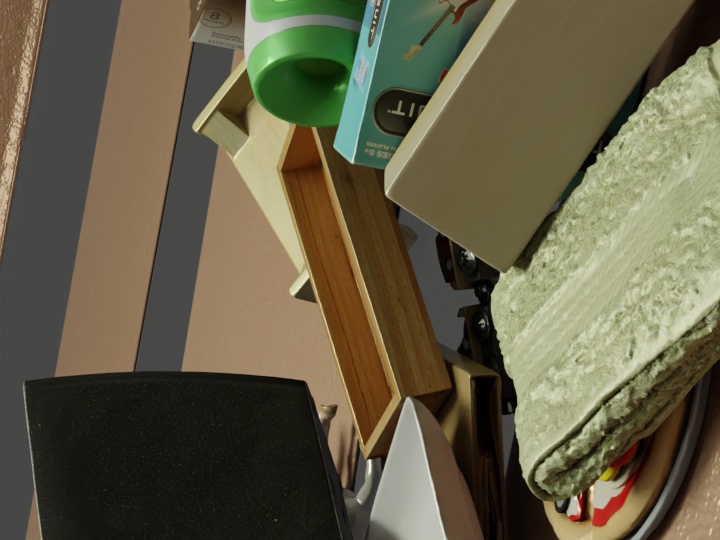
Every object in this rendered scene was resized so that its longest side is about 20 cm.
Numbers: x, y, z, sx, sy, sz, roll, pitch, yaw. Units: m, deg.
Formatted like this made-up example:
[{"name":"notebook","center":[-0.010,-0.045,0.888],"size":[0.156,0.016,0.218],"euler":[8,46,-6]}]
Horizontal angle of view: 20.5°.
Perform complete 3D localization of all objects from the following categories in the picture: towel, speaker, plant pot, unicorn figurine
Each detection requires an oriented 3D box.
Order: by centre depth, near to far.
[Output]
[{"name":"towel","center":[0.128,0.000,0.936],"size":[0.200,0.036,0.149],"euler":[-52,32,35]},{"name":"speaker","center":[-0.022,-0.186,1.144],"size":[0.089,0.088,0.202],"euler":[124,152,-56]},{"name":"plant pot","center":[-0.094,0.177,1.265],"size":[0.200,0.176,0.201],"euler":[75,179,-55]},{"name":"unicorn figurine","center":[-0.024,0.171,1.417],"size":[0.200,0.073,0.139],"euler":[-117,28,-87]}]

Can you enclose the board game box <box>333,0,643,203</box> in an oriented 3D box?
[{"name":"board game box","center":[0.082,-0.144,1.056],"size":[0.047,0.150,0.202],"euler":[-133,54,-70]}]

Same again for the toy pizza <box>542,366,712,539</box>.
[{"name":"toy pizza","center":[0.123,0.048,1.015],"size":[0.200,0.031,0.202],"euler":[-170,90,-75]}]

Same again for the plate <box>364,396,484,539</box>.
[{"name":"plate","center":[0.046,0.202,1.113],"size":[0.201,0.032,0.201],"euler":[102,158,-52]}]

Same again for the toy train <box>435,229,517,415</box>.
[{"name":"toy train","center":[0.063,-0.014,1.165],"size":[0.046,0.034,0.202],"euler":[-22,77,56]}]

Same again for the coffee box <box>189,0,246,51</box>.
[{"name":"coffee box","center":[-0.002,-0.190,1.290],"size":[0.114,0.198,0.080],"euler":[127,149,-57]}]

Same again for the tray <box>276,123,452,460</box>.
[{"name":"tray","center":[0.000,0.000,1.182],"size":[0.099,0.037,0.201],"euler":[115,140,-62]}]

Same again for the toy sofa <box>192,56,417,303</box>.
[{"name":"toy sofa","center":[-0.033,-0.064,1.469],"size":[0.083,0.097,0.201],"euler":[-50,49,22]}]

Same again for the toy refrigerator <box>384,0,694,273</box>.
[{"name":"toy refrigerator","center":[0.096,-0.107,0.996],"size":[0.201,0.076,0.070],"euler":[-57,7,13]}]

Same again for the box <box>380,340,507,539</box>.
[{"name":"box","center":[0.047,0.124,1.191],"size":[0.200,0.021,0.165],"euler":[-154,60,-74]}]
